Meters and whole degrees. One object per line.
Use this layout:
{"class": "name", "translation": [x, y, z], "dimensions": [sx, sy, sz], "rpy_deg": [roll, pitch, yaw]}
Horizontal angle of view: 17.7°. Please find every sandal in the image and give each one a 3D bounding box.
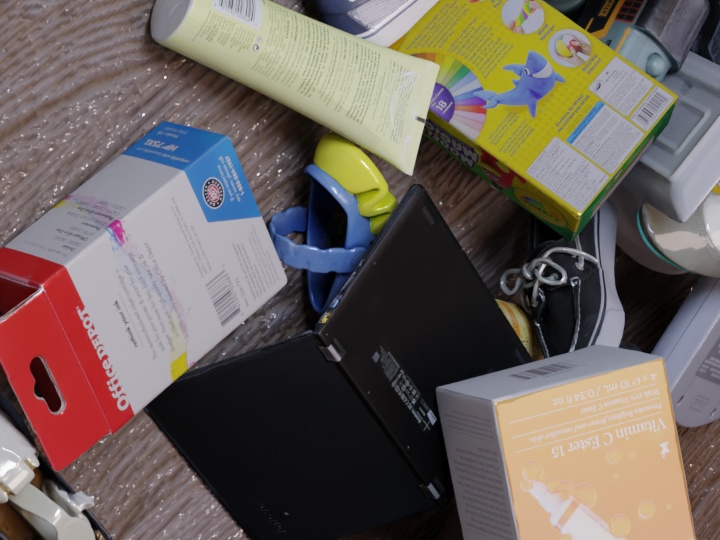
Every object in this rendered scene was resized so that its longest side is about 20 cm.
{"class": "sandal", "translation": [0.000, 0.000, 1.537], "dimensions": [0.087, 0.079, 0.200], "rpy_deg": [-40, 127, -7]}

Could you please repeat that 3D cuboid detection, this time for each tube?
{"class": "tube", "translation": [-0.037, -0.128, 1.440], "dimensions": [0.200, 0.052, 0.058], "rpy_deg": [21, 117, -31]}

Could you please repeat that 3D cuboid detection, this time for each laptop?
{"class": "laptop", "translation": [-0.011, 0.071, 1.522], "dimensions": [0.200, 0.116, 0.187], "rpy_deg": [-56, 133, -24]}

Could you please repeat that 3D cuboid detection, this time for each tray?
{"class": "tray", "translation": [0.215, -0.101, 1.589], "dimensions": [0.022, 0.200, 0.107], "rpy_deg": [37, 94, -19]}

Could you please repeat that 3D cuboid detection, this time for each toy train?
{"class": "toy train", "translation": [0.159, -0.138, 1.613], "dimensions": [0.085, 0.114, 0.200], "rpy_deg": [42, 72, -42]}

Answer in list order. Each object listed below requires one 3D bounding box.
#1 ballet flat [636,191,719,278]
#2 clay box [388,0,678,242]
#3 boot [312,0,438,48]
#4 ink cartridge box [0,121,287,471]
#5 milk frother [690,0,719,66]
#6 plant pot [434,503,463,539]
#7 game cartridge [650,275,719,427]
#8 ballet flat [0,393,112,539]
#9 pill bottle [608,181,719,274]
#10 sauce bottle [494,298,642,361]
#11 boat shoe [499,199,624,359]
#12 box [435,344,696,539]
{"class": "ballet flat", "translation": [0.274, -0.025, 1.631], "dimensions": [0.200, 0.064, 0.068], "rpy_deg": [19, 54, -45]}
{"class": "clay box", "translation": [0.096, -0.124, 1.534], "dimensions": [0.115, 0.200, 0.048], "rpy_deg": [-49, 167, -19]}
{"class": "boot", "translation": [0.040, -0.233, 1.497], "dimensions": [0.200, 0.073, 0.090], "rpy_deg": [-48, 136, -22]}
{"class": "ink cartridge box", "translation": [-0.148, 0.014, 1.393], "dimensions": [0.200, 0.067, 0.116], "rpy_deg": [-41, 127, -29]}
{"class": "milk frother", "translation": [0.353, -0.189, 1.636], "dimensions": [0.188, 0.200, 0.181], "rpy_deg": [12, 49, -15]}
{"class": "plant pot", "translation": [0.105, 0.255, 1.644], "dimensions": [0.200, 0.200, 0.175], "rpy_deg": [42, 56, -43]}
{"class": "game cartridge", "translation": [0.272, 0.057, 1.778], "dimensions": [0.134, 0.040, 0.200], "rpy_deg": [-61, 158, 3]}
{"class": "ballet flat", "translation": [-0.205, 0.127, 1.371], "dimensions": [0.073, 0.073, 0.200], "rpy_deg": [-50, 131, -21]}
{"class": "pill bottle", "translation": [0.275, -0.094, 1.740], "dimensions": [0.200, 0.111, 0.111], "rpy_deg": [-38, 126, -30]}
{"class": "sauce bottle", "translation": [0.135, 0.059, 1.686], "dimensions": [0.200, 0.066, 0.066], "rpy_deg": [9, 96, -46]}
{"class": "boat shoe", "translation": [0.140, 0.007, 1.616], "dimensions": [0.068, 0.074, 0.200], "rpy_deg": [29, 45, -20]}
{"class": "box", "translation": [0.138, 0.161, 1.490], "dimensions": [0.124, 0.097, 0.201], "rpy_deg": [-14, 98, -20]}
